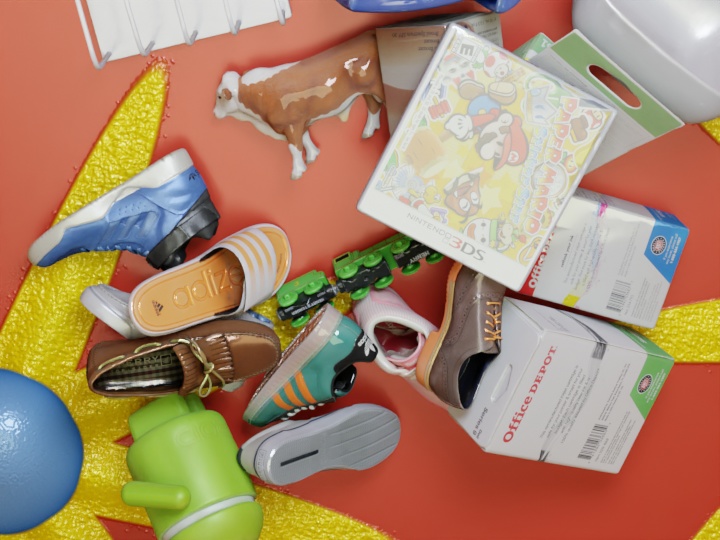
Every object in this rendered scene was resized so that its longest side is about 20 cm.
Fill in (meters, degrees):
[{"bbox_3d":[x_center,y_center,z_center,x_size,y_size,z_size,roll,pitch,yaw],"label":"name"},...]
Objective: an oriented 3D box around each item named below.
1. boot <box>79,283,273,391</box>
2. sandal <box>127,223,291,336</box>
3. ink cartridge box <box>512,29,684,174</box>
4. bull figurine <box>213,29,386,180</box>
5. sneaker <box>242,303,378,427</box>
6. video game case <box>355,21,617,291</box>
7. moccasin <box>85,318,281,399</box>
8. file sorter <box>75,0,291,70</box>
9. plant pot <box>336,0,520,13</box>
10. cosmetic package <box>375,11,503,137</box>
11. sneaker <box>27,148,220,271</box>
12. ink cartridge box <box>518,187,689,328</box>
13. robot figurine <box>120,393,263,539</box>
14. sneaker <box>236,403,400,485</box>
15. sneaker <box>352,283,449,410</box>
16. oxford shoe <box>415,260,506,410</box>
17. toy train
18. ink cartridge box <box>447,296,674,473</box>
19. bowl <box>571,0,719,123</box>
[{"bbox_3d":[-0.191,0.042,1.619,0.199,0.074,0.096,30,98,-19],"label":"boot"},{"bbox_3d":[-0.139,0.014,1.556,0.206,0.059,0.080,-28,100,-36],"label":"sandal"},{"bbox_3d":[0.220,-0.174,1.502,0.145,0.200,0.048,38,65,-12],"label":"ink cartridge box"},{"bbox_3d":[-0.049,-0.171,1.556,0.199,0.065,0.122,-21,110,5],"label":"bull figurine"},{"bbox_3d":[-0.055,0.119,1.606,0.080,0.072,0.200,35,134,-7],"label":"sneaker"},{"bbox_3d":[0.119,-0.106,1.456,0.181,0.023,0.201,26,103,-7],"label":"video game case"},{"bbox_3d":[-0.179,0.094,1.557,0.199,0.078,0.074,-2,113,-10],"label":"moccasin"},{"bbox_3d":[-0.180,-0.286,1.484,0.198,0.125,0.140,-13,107,2],"label":"file sorter"},{"bbox_3d":[0.067,-0.348,1.442,0.178,0.200,0.202,4,107,-11],"label":"plant pot"},{"bbox_3d":[0.088,-0.151,1.521,0.087,0.103,0.202,-22,108,-41],"label":"cosmetic package"},{"bbox_3d":[-0.240,-0.030,1.583,0.199,0.077,0.112,-31,96,0],"label":"sneaker"},{"bbox_3d":[0.230,-0.025,1.609,0.198,0.067,0.117,16,105,-7],"label":"ink cartridge box"},{"bbox_3d":[-0.175,0.230,1.620,0.115,0.175,0.201,-30,72,11],"label":"robot figurine"},{"bbox_3d":[-0.044,0.179,1.636,0.199,0.071,0.074,-6,103,-42],"label":"sneaker"},{"bbox_3d":[0.073,0.100,1.623,0.200,0.105,0.075,40,99,-14],"label":"sneaker"},{"bbox_3d":[0.124,0.045,1.532,0.071,0.073,0.201,1,117,-40],"label":"oxford shoe"},{"bbox_3d":[0.000,0.000,1.614,0.199,0.057,0.042,-25,117,5],"label":"toy train"},{"bbox_3d":[0.211,0.122,1.603,0.199,0.084,0.147,14,108,-36],"label":"ink cartridge box"},{"bbox_3d":[0.284,-0.239,1.493,0.199,0.200,0.075,37,128,-15],"label":"bowl"}]
